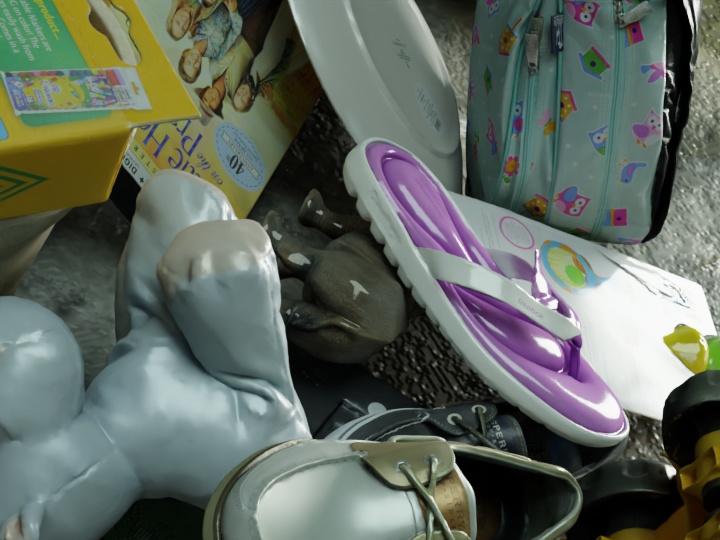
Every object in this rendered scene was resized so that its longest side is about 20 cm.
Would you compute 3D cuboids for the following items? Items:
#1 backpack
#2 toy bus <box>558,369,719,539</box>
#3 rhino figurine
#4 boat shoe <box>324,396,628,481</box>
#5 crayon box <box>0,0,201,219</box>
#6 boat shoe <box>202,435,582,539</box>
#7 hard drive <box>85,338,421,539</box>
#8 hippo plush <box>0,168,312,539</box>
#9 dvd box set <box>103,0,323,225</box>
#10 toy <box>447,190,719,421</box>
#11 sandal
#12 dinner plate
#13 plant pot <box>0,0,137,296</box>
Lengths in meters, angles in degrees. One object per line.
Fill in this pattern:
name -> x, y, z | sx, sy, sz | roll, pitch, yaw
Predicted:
backpack -> 0.125, -0.114, 1.329 | 0.127, 0.200, 0.167 | 4, 12, 1
toy bus -> 0.205, 0.158, 1.118 | 0.192, 0.200, 0.136 | 21, 45, -16
rhino figurine -> 0.000, 0.000, 1.235 | 0.087, 0.060, 0.200 | 28, 18, 10
boat shoe -> 0.061, 0.093, 1.163 | 0.200, 0.066, 0.070 | 2, 62, -45
crayon box -> -0.185, -0.080, 0.992 | 0.200, 0.052, 0.126 | -11, 56, -31
boat shoe -> 0.018, 0.101, 0.996 | 0.200, 0.068, 0.075 | -4, 80, -52
hard drive -> -0.074, 0.097, 1.152 | 0.140, 0.038, 0.200 | 33, 44, 7
hippo plush -> -0.114, 0.067, 1.066 | 0.161, 0.159, 0.200 | -18, 101, -16
dvd box set -> -0.084, -0.116, 1.260 | 0.146, 0.029, 0.200 | 54, 50, -31
toy -> 0.113, 0.035, 1.272 | 0.200, 0.047, 0.115 | 16, 45, -28
sandal -> 0.066, 0.005, 1.175 | 0.203, 0.050, 0.082 | 48, 31, 12
dinner plate -> 0.014, -0.121, 1.314 | 0.200, 0.024, 0.200 | 52, 25, -36
plant pot -> -0.223, -0.040, 1.105 | 0.200, 0.184, 0.200 | 13, 46, -14
